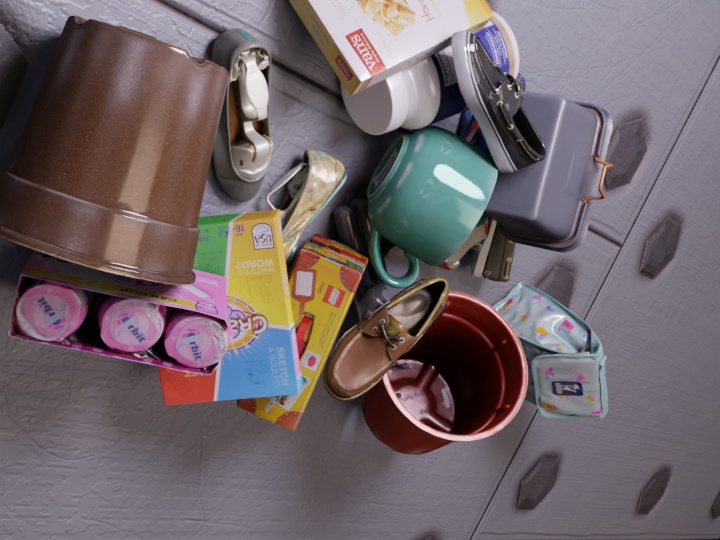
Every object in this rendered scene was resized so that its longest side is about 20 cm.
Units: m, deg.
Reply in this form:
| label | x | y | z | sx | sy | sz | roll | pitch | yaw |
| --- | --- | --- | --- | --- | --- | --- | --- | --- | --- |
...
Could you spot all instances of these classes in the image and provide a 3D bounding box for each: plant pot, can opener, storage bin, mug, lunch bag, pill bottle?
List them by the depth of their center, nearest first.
| label | x | y | z | sx | sy | sz | roll | pitch | yaw |
| --- | --- | --- | --- | --- | --- | --- | --- | --- | --- |
| plant pot | -0.218 | -0.111 | 0.831 | 0.200 | 0.200 | 0.199 | 15 | 95 | -47 |
| pill bottle | 0.082 | -0.235 | 1.085 | 0.200 | 0.116 | 0.116 | -25 | 129 | -30 |
| mug | 0.072 | -0.086 | 1.104 | 0.114 | 0.152 | 0.185 | 30 | 63 | -13 |
| storage bin | 0.235 | -0.132 | 1.165 | 0.134 | 0.145 | 0.200 | 10 | 94 | -59 |
| can opener | 0.000 | 0.000 | 1.202 | 0.053 | 0.067 | 0.200 | -26 | 117 | -25 |
| plant pot | 0.095 | 0.157 | 1.242 | 0.201 | 0.201 | 0.195 | -32 | 167 | -26 |
| lunch bag | 0.306 | 0.141 | 1.454 | 0.122 | 0.200 | 0.171 | -37 | 135 | -22 |

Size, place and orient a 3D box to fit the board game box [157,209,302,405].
| label | x | y | z | sx | sy | sz | roll | pitch | yaw |
| --- | --- | --- | --- | --- | --- | --- | --- | --- | --- |
| board game box | -0.150 | 0.041 | 0.985 | 0.153 | 0.040 | 0.200 | -6 | 107 | 4 |

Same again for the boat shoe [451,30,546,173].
| label | x | y | z | sx | sy | sz | roll | pitch | yaw |
| --- | --- | --- | --- | --- | --- | --- | --- | --- | --- |
| boat shoe | 0.157 | -0.193 | 1.031 | 0.200 | 0.057 | 0.069 | 56 | 32 | -43 |

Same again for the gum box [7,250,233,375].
| label | x | y | z | sx | sy | sz | roll | pitch | yaw |
| --- | --- | --- | --- | --- | --- | --- | --- | --- | --- |
| gum box | -0.224 | 0.035 | 0.889 | 0.200 | 0.114 | 0.066 | 13 | 108 | -13 |

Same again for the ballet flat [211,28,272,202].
| label | x | y | z | sx | sy | sz | roll | pitch | yaw |
| --- | --- | --- | --- | --- | --- | --- | --- | --- | --- |
| ballet flat | -0.123 | -0.155 | 0.976 | 0.067 | 0.064 | 0.200 | -23 | 128 | -32 |

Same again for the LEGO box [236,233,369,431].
| label | x | y | z | sx | sy | sz | roll | pitch | yaw |
| --- | --- | --- | --- | --- | --- | --- | --- | --- | --- |
| LEGO box | -0.065 | 0.067 | 1.093 | 0.149 | 0.077 | 0.200 | -66 | 179 | -79 |

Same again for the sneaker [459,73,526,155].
| label | x | y | z | sx | sy | sz | roll | pitch | yaw |
| --- | --- | --- | --- | --- | --- | --- | --- | --- | --- |
| sneaker | 0.170 | -0.175 | 1.230 | 0.075 | 0.078 | 0.200 | 28 | 93 | -49 |

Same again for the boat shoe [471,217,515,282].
| label | x | y | z | sx | sy | sz | roll | pitch | yaw |
| --- | --- | --- | --- | --- | --- | --- | --- | --- | --- |
| boat shoe | 0.218 | -0.077 | 1.327 | 0.060 | 0.072 | 0.202 | 16 | 112 | -1 |

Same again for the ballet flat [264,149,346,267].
| label | x | y | z | sx | sy | sz | roll | pitch | yaw |
| --- | --- | --- | --- | --- | --- | --- | --- | --- | --- |
| ballet flat | -0.094 | -0.055 | 1.070 | 0.200 | 0.071 | 0.071 | -56 | 138 | -2 |

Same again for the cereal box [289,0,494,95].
| label | x | y | z | sx | sy | sz | roll | pitch | yaw |
| --- | --- | --- | --- | --- | --- | --- | --- | --- | --- |
| cereal box | 0.032 | -0.294 | 0.997 | 0.200 | 0.040 | 0.144 | -32 | 88 | -27 |

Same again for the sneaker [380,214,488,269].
| label | x | y | z | sx | sy | sz | roll | pitch | yaw |
| --- | --- | --- | --- | --- | --- | --- | --- | --- | --- |
| sneaker | 0.105 | -0.034 | 1.257 | 0.200 | 0.070 | 0.094 | -24 | 122 | -36 |

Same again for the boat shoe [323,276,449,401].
| label | x | y | z | sx | sy | sz | roll | pitch | yaw |
| --- | --- | --- | --- | --- | --- | --- | --- | --- | --- |
| boat shoe | 0.032 | 0.074 | 1.111 | 0.200 | 0.072 | 0.068 | -46 | 178 | -26 |
